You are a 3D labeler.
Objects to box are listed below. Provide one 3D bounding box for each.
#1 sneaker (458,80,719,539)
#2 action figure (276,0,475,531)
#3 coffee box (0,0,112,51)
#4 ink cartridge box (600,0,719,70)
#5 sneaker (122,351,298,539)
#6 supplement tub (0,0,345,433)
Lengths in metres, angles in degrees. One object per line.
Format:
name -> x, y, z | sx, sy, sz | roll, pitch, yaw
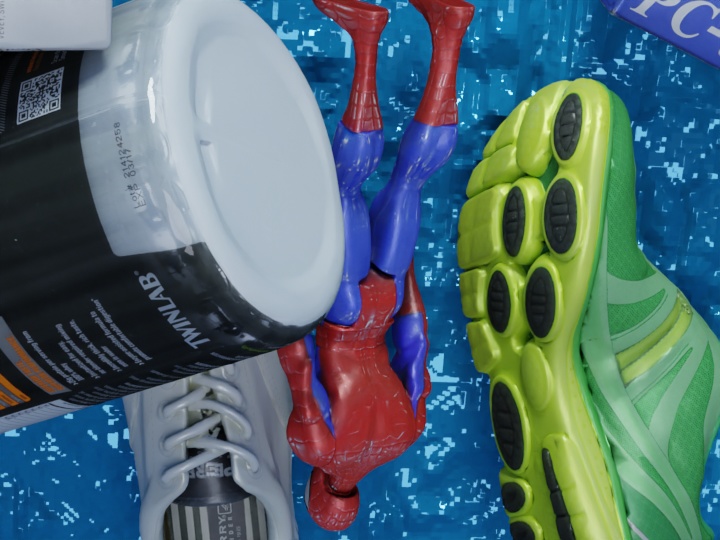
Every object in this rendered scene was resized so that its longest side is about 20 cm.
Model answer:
sneaker -> 0.089, 0.025, 0.968 | 0.083, 0.074, 0.201 | -18, 110, -33
action figure -> 0.000, 0.000, 0.940 | 0.065, 0.052, 0.201 | -8, 112, -39
coffee box -> -0.182, -0.118, 0.810 | 0.199, 0.113, 0.080 | -2, 111, -14
ink cartridge box -> 0.192, -0.094, 0.942 | 0.199, 0.044, 0.094 | 26, 107, -16
sneaker -> -0.053, 0.052, 0.960 | 0.073, 0.071, 0.201 | -11, 111, -1
supplement tub -> -0.116, -0.010, 0.880 | 0.199, 0.123, 0.123 | -16, 115, 25
